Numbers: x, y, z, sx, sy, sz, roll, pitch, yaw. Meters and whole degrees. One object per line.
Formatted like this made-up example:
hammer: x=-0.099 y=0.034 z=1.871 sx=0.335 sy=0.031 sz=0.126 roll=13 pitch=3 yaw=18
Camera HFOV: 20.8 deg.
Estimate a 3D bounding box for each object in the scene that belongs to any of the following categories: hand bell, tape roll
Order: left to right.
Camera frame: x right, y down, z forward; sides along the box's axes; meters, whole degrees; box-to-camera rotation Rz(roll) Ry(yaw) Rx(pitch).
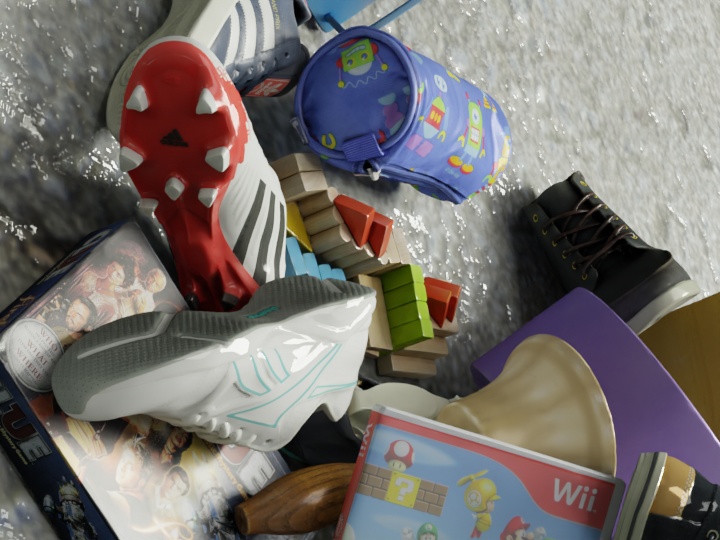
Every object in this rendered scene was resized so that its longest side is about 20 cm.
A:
hand bell: x=0.024 y=0.106 z=1.039 sx=0.200 sy=0.104 sz=0.104 roll=-13 pitch=82 yaw=-27
tape roll: x=0.157 y=0.115 z=1.199 sx=0.200 sy=0.085 sz=0.200 roll=55 pitch=-4 yaw=6

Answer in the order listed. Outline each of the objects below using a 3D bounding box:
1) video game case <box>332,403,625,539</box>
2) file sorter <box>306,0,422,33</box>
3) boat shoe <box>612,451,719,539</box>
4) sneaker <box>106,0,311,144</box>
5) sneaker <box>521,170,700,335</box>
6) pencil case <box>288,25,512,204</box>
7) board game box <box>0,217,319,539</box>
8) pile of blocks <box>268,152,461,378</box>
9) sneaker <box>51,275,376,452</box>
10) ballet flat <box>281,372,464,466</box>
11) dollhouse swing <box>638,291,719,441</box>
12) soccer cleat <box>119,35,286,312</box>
video game case: x=0.044 y=0.184 z=1.003 sx=0.143 sy=0.017 sz=0.200 roll=18 pitch=85 yaw=-16
file sorter: x=-0.009 y=-0.257 z=1.175 sx=0.200 sy=0.139 sz=0.123 roll=57 pitch=0 yaw=-17
boat shoe: x=0.158 y=0.182 z=1.060 sx=0.075 sy=0.062 sz=0.200 roll=-63 pitch=166 yaw=-50
sneaker: x=-0.074 y=-0.118 z=1.107 sx=0.085 sy=0.075 sz=0.200 roll=47 pitch=39 yaw=-21
sneaker: x=0.158 y=-0.010 z=1.321 sx=0.106 sy=0.075 sz=0.200 roll=57 pitch=-5 yaw=-4
pencil case: x=0.029 y=-0.088 z=1.191 sx=0.200 sy=0.078 sz=0.087 roll=13 pitch=73 yaw=-68
board game box: x=-0.107 y=0.090 z=0.990 sx=0.200 sy=0.035 sz=0.136 roll=59 pitch=36 yaw=-14
pile of blocks: x=0.000 y=0.000 z=1.159 sx=0.200 sy=0.062 sz=0.082 roll=38 pitch=45 yaw=-36
sneaker: x=-0.065 y=0.057 z=0.974 sx=0.200 sy=0.070 sz=0.080 roll=-12 pitch=110 yaw=-45
ballet flat: x=0.040 y=0.099 z=1.133 sx=0.200 sy=0.073 sz=0.073 roll=21 pitch=56 yaw=-38
dollhouse swing: x=0.278 y=0.134 z=1.348 sx=0.182 sy=0.200 sz=0.176 roll=36 pitch=41 yaw=-38
soccer cleat: x=-0.076 y=-0.047 z=1.033 sx=0.085 sy=0.069 sz=0.200 roll=-70 pitch=154 yaw=-47
